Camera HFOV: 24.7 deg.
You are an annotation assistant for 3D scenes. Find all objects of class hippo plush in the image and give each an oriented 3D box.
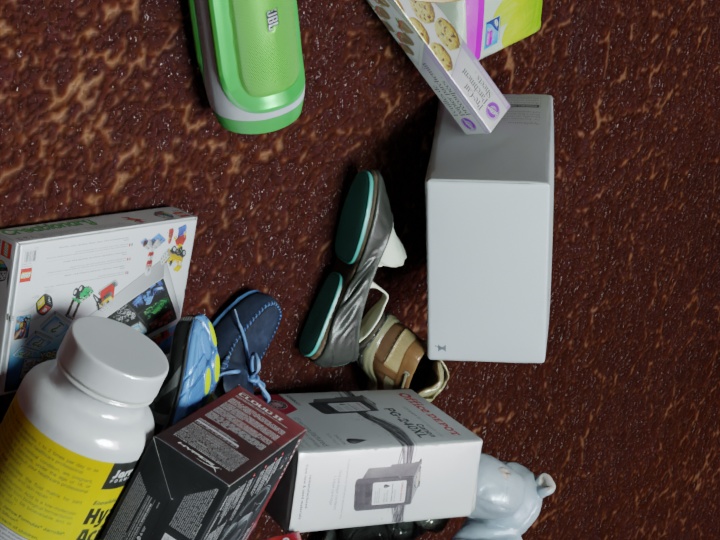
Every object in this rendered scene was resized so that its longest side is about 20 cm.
[{"bbox_3d":[0.141,0.270,1.635,0.200,0.159,0.161,31,79,-45],"label":"hippo plush"}]

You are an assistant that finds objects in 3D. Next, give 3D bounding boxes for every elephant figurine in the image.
[{"bbox_3d":[0.004,0.306,1.719,0.155,0.141,0.201,22,82,-42],"label":"elephant figurine"}]

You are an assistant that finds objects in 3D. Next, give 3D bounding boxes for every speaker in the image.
[{"bbox_3d":[-0.093,-0.215,1.335,0.088,0.088,0.201,-38,136,-39],"label":"speaker"}]

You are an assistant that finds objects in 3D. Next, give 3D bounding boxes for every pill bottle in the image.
[{"bbox_3d":[-0.226,0.139,1.266,0.111,0.111,0.201,-2,126,-55],"label":"pill bottle"}]

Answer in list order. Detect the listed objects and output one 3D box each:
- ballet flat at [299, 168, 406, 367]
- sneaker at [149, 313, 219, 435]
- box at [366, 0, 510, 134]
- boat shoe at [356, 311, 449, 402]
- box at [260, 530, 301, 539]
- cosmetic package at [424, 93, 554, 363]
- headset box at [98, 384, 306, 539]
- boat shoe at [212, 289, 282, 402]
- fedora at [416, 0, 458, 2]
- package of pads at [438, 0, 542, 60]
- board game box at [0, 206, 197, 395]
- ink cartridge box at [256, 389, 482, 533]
[{"bbox_3d":[0.000,0.000,1.598,0.068,0.068,0.201,13,104,-27],"label":"ballet flat"},{"bbox_3d":[-0.178,0.123,1.379,0.200,0.082,0.071,-64,171,21],"label":"sneaker"},{"bbox_3d":[0.066,-0.213,1.536,0.041,0.039,0.200,-51,118,-24],"label":"box"},{"bbox_3d":[0.050,0.109,1.702,0.076,0.074,0.200,-60,160,-10],"label":"boat shoe"},{"bbox_3d":[-0.097,0.320,1.510,0.099,0.096,0.200,-12,156,-12],"label":"box"},{"bbox_3d":[0.130,-0.045,1.637,0.200,0.122,0.200,-76,166,-58],"label":"cosmetic package"},{"bbox_3d":[-0.130,0.188,1.340,0.149,0.077,0.200,-61,170,17],"label":"headset box"},{"bbox_3d":[-0.121,0.114,1.486,0.201,0.068,0.084,-61,146,-13],"label":"boat shoe"},{"bbox_3d":[0.037,-0.302,1.447,0.201,0.201,0.082,-46,179,-31],"label":"fedora"},{"bbox_3d":[0.119,-0.310,1.604,0.154,0.068,0.201,-31,132,-43],"label":"package of pads"},{"bbox_3d":[-0.218,0.021,1.326,0.200,0.035,0.127,-11,118,-53],"label":"board game box"},{"bbox_3d":[-0.005,0.175,1.555,0.199,0.145,0.084,-1,107,-29],"label":"ink cartridge box"}]
